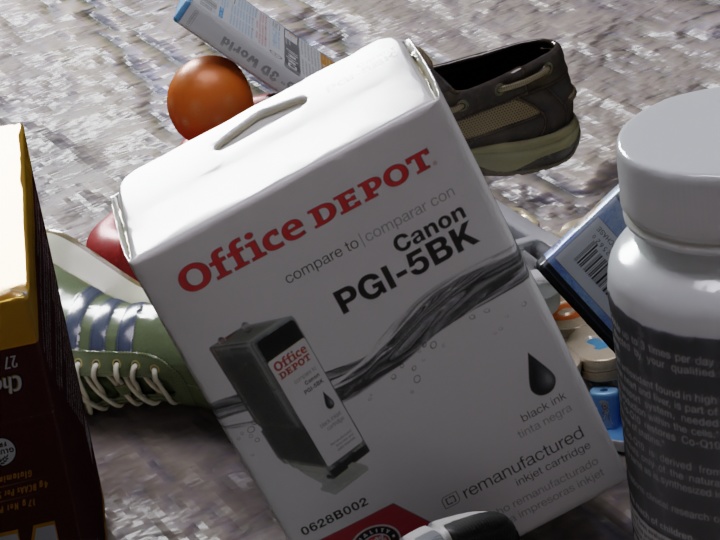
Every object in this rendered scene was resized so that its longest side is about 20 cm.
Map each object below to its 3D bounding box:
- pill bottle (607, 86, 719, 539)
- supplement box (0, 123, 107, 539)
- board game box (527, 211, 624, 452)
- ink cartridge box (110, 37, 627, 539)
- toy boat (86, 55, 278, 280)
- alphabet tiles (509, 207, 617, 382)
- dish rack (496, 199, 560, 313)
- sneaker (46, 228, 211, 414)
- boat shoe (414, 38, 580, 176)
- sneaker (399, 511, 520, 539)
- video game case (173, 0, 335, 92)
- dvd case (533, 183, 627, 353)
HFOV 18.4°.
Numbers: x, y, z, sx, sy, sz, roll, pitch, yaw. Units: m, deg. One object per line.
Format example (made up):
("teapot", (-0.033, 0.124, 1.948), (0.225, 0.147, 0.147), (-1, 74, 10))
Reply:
("pill bottle", (0.159, 0.035, 0.904), (0.112, 0.202, 0.113), (-8, 25, 4))
("supplement box", (-0.186, 0.074, 0.943), (0.131, 0.202, 0.198), (-11, 24, -5))
("board game box", (0.104, 0.023, 1.160), (0.198, 0.026, 0.200), (7, 29, 32))
("ink cartridge box", (0.004, 0.027, 0.939), (0.146, 0.201, 0.083), (-28, 25, 2))
("toy boat", (-0.077, -0.060, 1.272), (0.129, 0.132, 0.200), (1, 24, 21))
("alphabet tiles", (0.076, 0.016, 1.136), (0.194, 0.015, 0.200), (-16, 25, -14))
("dish rack", (0.000, 0.000, 1.113), (0.170, 0.044, 0.200), (-12, 24, -20))
("sneaker", (-0.132, 0.050, 1.155), (0.199, 0.067, 0.090), (25, 59, 39))
("boat shoe", (0.021, -0.084, 1.167), (0.198, 0.074, 0.074), (-12, 22, -22))
("sneaker", (-0.030, 0.147, 0.889), (0.115, 0.076, 0.199), (11, 32, 42))
("video game case", (-0.021, -0.107, 1.310), (0.199, 0.018, 0.143), (34, 11, -9))
("dvd case", (0.196, -0.019, 0.982), (0.200, 0.143, 0.018), (-43, 10, 5))
